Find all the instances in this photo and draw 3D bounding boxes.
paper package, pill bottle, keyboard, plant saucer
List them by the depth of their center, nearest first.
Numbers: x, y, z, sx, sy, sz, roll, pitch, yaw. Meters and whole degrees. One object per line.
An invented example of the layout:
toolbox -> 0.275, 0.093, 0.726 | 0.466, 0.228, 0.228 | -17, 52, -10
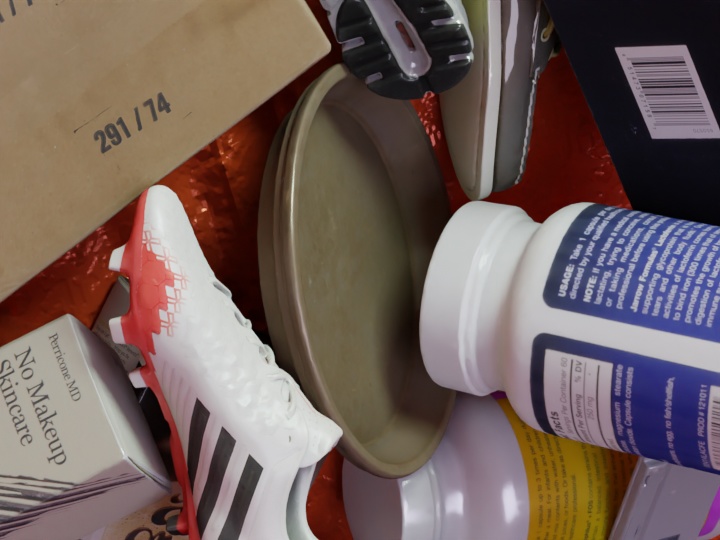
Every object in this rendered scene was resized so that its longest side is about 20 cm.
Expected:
paper package -> -0.148, -0.116, 1.044 | 0.200, 0.103, 0.191 | -39, 124, -9
pill bottle -> 0.137, 0.030, 1.144 | 0.116, 0.200, 0.116 | -42, 138, -53
plant saucer -> 0.000, 0.000, 1.144 | 0.029, 0.200, 0.200 | -6, 122, 23
keyboard -> 0.151, 0.145, 1.247 | 0.056, 0.011, 0.200 | -17, 146, -21
pill bottle -> 0.095, 0.105, 1.258 | 0.200, 0.104, 0.104 | -7, 113, -25

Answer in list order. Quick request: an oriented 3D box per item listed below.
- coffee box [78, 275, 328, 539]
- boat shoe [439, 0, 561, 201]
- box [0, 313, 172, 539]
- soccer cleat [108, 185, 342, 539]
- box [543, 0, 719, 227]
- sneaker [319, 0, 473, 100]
coffee box -> -0.104, 0.119, 1.175 | 0.113, 0.080, 0.200 | 22, 99, -31
boat shoe -> 0.074, -0.133, 1.169 | 0.060, 0.072, 0.202 | -7, 109, -19
box -> -0.194, 0.103, 1.080 | 0.200, 0.082, 0.068 | -28, 157, 5
soccer cleat -> -0.053, 0.057, 1.055 | 0.085, 0.069, 0.200 | -10, 97, 12
box -> 0.187, -0.144, 1.160 | 0.182, 0.104, 0.200 | -54, 130, -35
sneaker -> -0.006, -0.174, 1.102 | 0.078, 0.090, 0.200 | -13, 133, 13
